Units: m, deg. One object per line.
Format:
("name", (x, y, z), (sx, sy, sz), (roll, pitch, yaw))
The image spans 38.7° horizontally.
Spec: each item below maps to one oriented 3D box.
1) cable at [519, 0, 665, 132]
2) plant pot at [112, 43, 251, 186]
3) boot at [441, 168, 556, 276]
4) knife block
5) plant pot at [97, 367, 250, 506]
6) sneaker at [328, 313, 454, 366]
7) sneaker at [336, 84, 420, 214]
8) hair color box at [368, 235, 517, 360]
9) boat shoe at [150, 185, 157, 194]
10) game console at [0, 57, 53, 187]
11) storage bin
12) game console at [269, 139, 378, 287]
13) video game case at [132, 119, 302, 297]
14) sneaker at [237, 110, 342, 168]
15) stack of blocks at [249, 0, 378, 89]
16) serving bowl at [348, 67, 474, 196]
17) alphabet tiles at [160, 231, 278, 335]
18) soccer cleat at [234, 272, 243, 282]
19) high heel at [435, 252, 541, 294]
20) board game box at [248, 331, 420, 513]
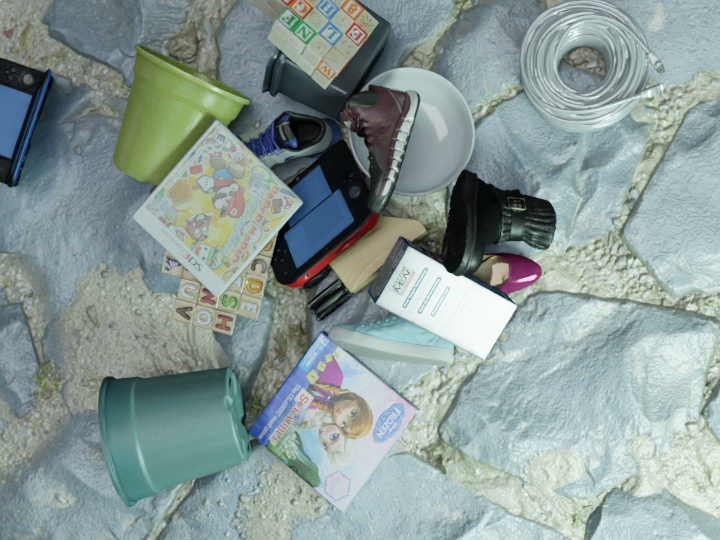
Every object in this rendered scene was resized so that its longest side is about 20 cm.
("cable", (0.342, -0.313, 1.568), (0.198, 0.069, 0.202), (-27, 81, 8))
("plant pot", (-0.299, -0.228, 1.619), (0.198, 0.200, 0.186), (28, 99, 10))
("boot", (0.208, -0.054, 1.501), (0.156, 0.080, 0.213), (22, 46, -10))
("knife block", (0.000, 0.000, 1.607), (0.197, 0.064, 0.179), (7, 88, 10))
("plant pot", (-0.279, 0.243, 1.582), (0.193, 0.200, 0.204), (-12, 84, 1))
("sneaker", (0.050, 0.094, 1.587), (0.197, 0.074, 0.083), (10, 71, -6))
("sneaker", (0.012, -0.187, 1.523), (0.114, 0.076, 0.203), (17, 70, 1))
("hair color box", (0.121, 0.041, 1.515), (0.198, 0.061, 0.101), (28, 101, -19))
("boat shoe", (-0.274, -0.059, 1.661), (0.067, 0.057, 0.200), (-42, 81, 3))
("game console", (-0.592, -0.250, 1.700), (0.168, 0.118, 0.203), (19, 89, 10))
("storage bin", (-0.048, -0.334, 1.601), (0.133, 0.146, 0.202), (30, 67, 1))
("game console", (-0.071, -0.087, 1.591), (0.199, 0.031, 0.178), (-38, 54, 16))
("video game case", (-0.218, -0.093, 1.565), (0.182, 0.023, 0.200), (43, 95, -5))
("sneaker", (-0.133, -0.208, 1.618), (0.196, 0.115, 0.082), (-15, 83, 8))
("stack of blocks", (-0.086, -0.380, 1.499), (0.199, 0.059, 0.116), (41, 65, -6))
("serving bowl", (0.076, -0.209, 1.597), (0.196, 0.066, 0.204), (1, 82, -6))
("alphabet tiles", (-0.224, -0.009, 1.591), (0.164, 0.008, 0.203), (14, 95, 0))
("soccer cleat", (-0.202, -0.079, 1.625), (0.076, 0.069, 0.204), (-10, 92, -15))
("high heel", (0.176, 0.005, 1.559), (0.196, 0.096, 0.069), (-5, 85, 10))
("board game box", (-0.042, 0.236, 1.608), (0.199, 0.041, 0.201), (37, 92, 10))
